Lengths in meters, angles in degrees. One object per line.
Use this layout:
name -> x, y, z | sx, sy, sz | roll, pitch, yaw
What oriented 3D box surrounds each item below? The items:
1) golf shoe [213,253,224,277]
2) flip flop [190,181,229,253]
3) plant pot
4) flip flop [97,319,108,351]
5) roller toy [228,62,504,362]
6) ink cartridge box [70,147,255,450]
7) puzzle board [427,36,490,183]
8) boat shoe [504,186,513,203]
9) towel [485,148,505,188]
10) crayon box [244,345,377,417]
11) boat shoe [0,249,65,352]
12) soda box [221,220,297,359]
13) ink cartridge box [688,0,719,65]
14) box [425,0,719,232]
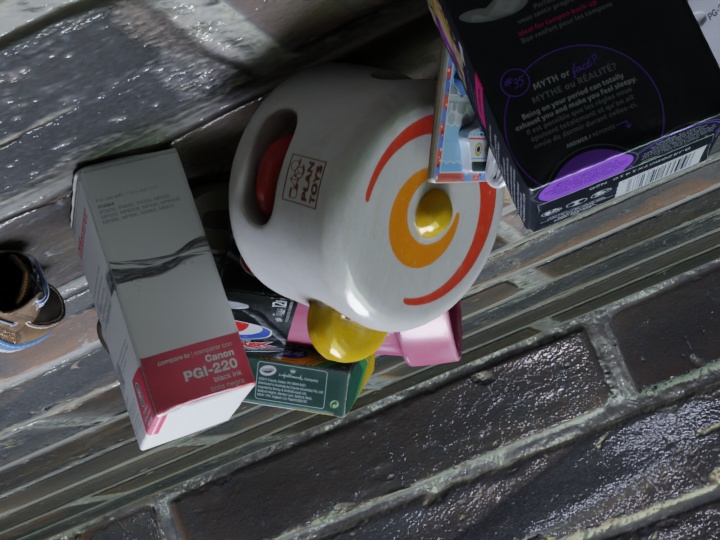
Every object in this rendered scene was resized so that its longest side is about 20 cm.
golf shoe -> -0.150, -0.015, 1.194 | 0.088, 0.077, 0.200 | -41, 176, -23
flip flop -> -0.059, -0.047, 1.085 | 0.200, 0.081, 0.058 | -2, -170, -22
plant pot -> 0.000, 0.000, 1.228 | 0.179, 0.200, 0.200 | -7, 170, 8
flip flop -> -0.181, 0.041, 1.331 | 0.200, 0.081, 0.058 | -25, -172, -6
roller toy -> 0.009, -0.052, 0.903 | 0.140, 0.183, 0.200 | 19, -129, 44
ink cartridge box -> -0.161, 0.024, 0.985 | 0.085, 0.200, 0.146 | -18, 168, -20
puzzle board -> 0.116, -0.139, 0.891 | 0.017, 0.151, 0.200 | 12, -169, 36
boat shoe -> 0.090, -0.075, 1.041 | 0.200, 0.065, 0.072 | 19, -159, 32
towel -> 0.156, -0.151, 0.882 | 0.200, 0.024, 0.147 | -33, 141, -44
crayon box -> -0.056, 0.092, 1.302 | 0.126, 0.052, 0.200 | 8, -168, 8
boat shoe -> -0.302, 0.022, 1.047 | 0.072, 0.072, 0.200 | -26, 167, 17
soda box -> -0.087, 0.019, 1.063 | 0.063, 0.071, 0.200 | 8, 161, -5
ink cartridge box -> 0.374, -0.213, 1.095 | 0.200, 0.083, 0.145 | -16, 167, -23
box -> 0.112, -0.142, 0.715 | 0.122, 0.200, 0.106 | -22, 168, 3
